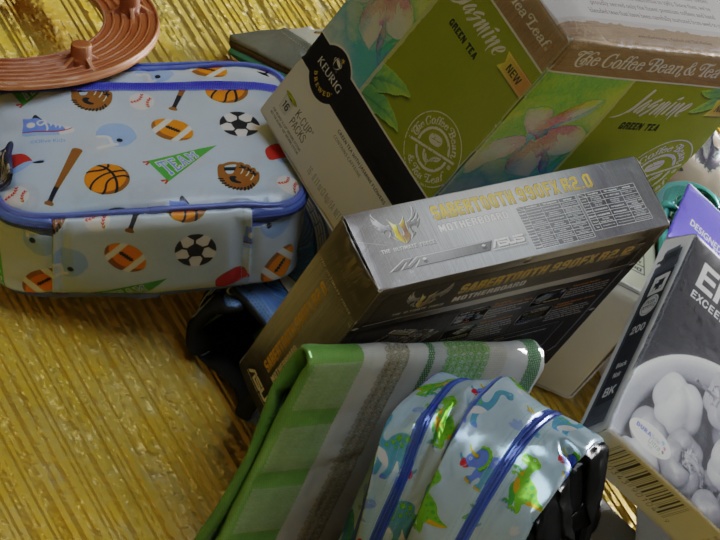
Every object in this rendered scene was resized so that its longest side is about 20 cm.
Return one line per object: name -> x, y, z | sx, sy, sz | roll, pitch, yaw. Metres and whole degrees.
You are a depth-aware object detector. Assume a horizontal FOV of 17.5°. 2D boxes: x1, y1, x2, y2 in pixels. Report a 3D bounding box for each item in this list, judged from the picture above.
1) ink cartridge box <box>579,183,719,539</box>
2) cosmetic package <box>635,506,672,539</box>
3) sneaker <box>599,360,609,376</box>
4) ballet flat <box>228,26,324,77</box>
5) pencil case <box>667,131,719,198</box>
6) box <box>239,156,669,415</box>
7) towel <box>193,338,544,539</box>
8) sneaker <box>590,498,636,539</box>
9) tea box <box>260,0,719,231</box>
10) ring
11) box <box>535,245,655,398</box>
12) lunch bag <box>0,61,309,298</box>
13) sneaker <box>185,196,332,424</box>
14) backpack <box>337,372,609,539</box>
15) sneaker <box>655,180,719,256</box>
ink cartridge box -> 0.228, 0.078, 1.326 | 0.198, 0.043, 0.201 | 42, 54, -19
cosmetic package -> 0.210, 0.206, 1.375 | 0.102, 0.071, 0.201 | 57, 27, -32
sneaker -> 0.249, 0.057, 1.515 | 0.072, 0.198, 0.073 | 20, 72, -70
ballet flat -> 0.001, -0.125, 1.538 | 0.199, 0.064, 0.067 | 32, 1, 28
pencil case -> 0.223, -0.090, 1.674 | 0.200, 0.078, 0.090 | 45, 52, -15
box -> 0.050, 0.013, 1.285 | 0.199, 0.159, 0.049 | -13, 65, -31
towel -> 0.005, 0.097, 1.275 | 0.199, 0.150, 0.031 | 3, 30, -48
sneaker -> 0.098, 0.122, 1.396 | 0.200, 0.079, 0.074 | 39, 37, -8
tea box -> 0.090, -0.106, 1.333 | 0.199, 0.197, 0.134 | -2, 51, -47
ring -> -0.220, -0.160, 1.415 | 0.199, 0.019, 0.201 | 5, 29, -3
box -> 0.115, -0.038, 1.547 | 0.127, 0.109, 0.201 | 24, 40, -16
lunch bag -> -0.133, -0.061, 1.361 | 0.198, 0.076, 0.161 | 0, 44, -10
sneaker -> -0.059, 0.014, 1.383 | 0.089, 0.079, 0.201 | 10, 40, -26
backpack -> 0.053, 0.152, 1.235 | 0.154, 0.200, 0.163 | 45, 39, 12
sneaker -> 0.224, -0.019, 1.529 | 0.077, 0.080, 0.200 | -6, 23, 3
